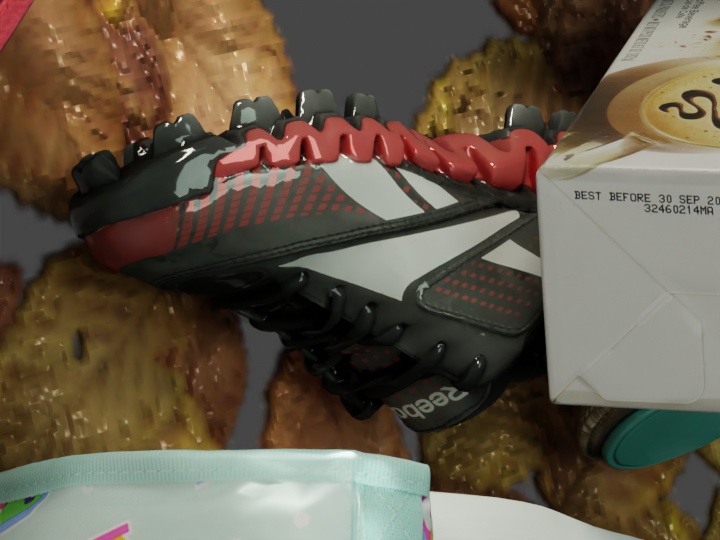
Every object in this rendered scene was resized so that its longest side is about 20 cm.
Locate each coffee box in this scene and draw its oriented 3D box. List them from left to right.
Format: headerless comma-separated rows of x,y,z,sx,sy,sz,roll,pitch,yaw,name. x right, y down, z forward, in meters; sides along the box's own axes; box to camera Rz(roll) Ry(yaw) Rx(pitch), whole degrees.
0.134,-0.029,0.935,0.200,0.113,0.080,-51,140,-62,coffee box

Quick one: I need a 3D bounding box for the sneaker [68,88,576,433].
0.000,0.000,0.889,0.200,0.071,0.098,1,79,-44,sneaker

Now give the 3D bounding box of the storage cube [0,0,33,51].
-0.157,-0.139,0.688,0.180,0.200,0.171,43,56,-22,storage cube

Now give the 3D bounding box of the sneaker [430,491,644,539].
0.037,0.133,0.898,0.200,0.074,0.116,17,68,-41,sneaker

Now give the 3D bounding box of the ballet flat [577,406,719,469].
0.134,0.023,1.028,0.200,0.071,0.065,-5,59,-46,ballet flat

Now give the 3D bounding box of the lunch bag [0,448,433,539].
-0.053,0.134,0.725,0.122,0.200,0.171,18,69,-40,lunch bag
